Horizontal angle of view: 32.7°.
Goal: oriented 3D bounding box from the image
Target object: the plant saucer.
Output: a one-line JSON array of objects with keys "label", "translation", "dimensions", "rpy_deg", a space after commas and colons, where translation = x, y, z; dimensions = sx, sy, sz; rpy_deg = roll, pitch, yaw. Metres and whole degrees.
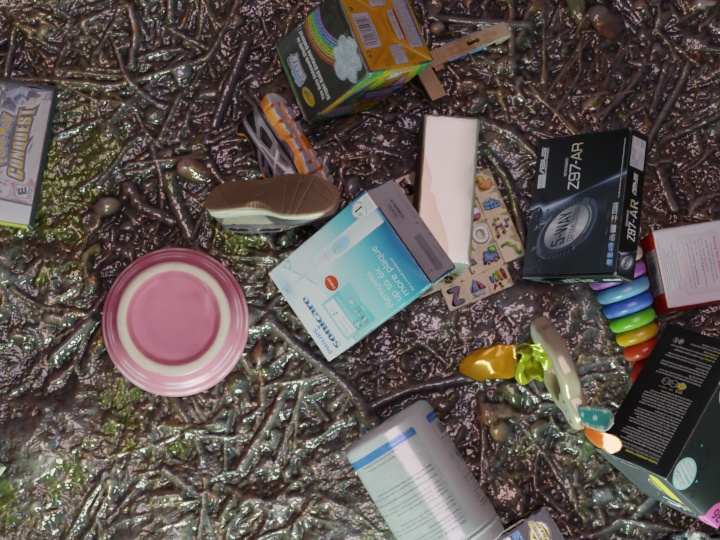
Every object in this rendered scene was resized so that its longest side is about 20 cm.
[{"label": "plant saucer", "translation": [-0.249, 0.067, 1.648], "dimensions": [0.198, 0.051, 0.203], "rpy_deg": [1, 81, -3]}]

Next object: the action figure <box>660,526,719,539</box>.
[{"label": "action figure", "translation": [0.452, 0.387, 1.624], "dimensions": [0.199, 0.102, 0.120], "rpy_deg": [-30, 96, -9]}]

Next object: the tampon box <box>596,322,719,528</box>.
[{"label": "tampon box", "translation": [0.437, 0.202, 1.608], "dimensions": [0.150, 0.126, 0.201], "rpy_deg": [40, 78, -35]}]

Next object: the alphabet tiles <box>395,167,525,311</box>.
[{"label": "alphabet tiles", "translation": [0.131, -0.053, 1.715], "dimensions": [0.165, 0.006, 0.201], "rpy_deg": [-22, 84, -7]}]

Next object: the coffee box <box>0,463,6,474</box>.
[{"label": "coffee box", "translation": [-0.593, 0.272, 1.517], "dimensions": [0.199, 0.198, 0.201], "rpy_deg": [33, 80, 2]}]

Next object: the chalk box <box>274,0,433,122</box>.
[{"label": "chalk box", "translation": [-0.022, -0.285, 1.664], "dimensions": [0.123, 0.200, 0.126], "rpy_deg": [-18, 84, -39]}]

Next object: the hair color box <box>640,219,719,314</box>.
[{"label": "hair color box", "translation": [0.502, -0.012, 1.707], "dimensions": [0.198, 0.064, 0.112], "rpy_deg": [-9, 81, -4]}]

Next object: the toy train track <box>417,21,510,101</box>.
[{"label": "toy train track", "translation": [0.120, -0.302, 1.742], "dimensions": [0.199, 0.033, 0.115], "rpy_deg": [-24, 77, -13]}]

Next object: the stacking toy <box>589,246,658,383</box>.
[{"label": "stacking toy", "translation": [0.376, 0.071, 1.683], "dimensions": [0.085, 0.085, 0.202], "rpy_deg": [-20, 90, -7]}]

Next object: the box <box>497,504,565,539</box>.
[{"label": "box", "translation": [0.209, 0.446, 1.623], "dimensions": [0.198, 0.050, 0.201], "rpy_deg": [-30, 84, -9]}]

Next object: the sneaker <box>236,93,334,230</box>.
[{"label": "sneaker", "translation": [-0.098, -0.140, 1.686], "dimensions": [0.077, 0.078, 0.201], "rpy_deg": [-28, 90, 21]}]

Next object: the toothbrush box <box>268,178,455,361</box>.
[{"label": "toothbrush box", "translation": [0.000, 0.000, 1.607], "dimensions": [0.200, 0.085, 0.147], "rpy_deg": [-37, 85, 33]}]

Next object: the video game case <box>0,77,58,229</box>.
[{"label": "video game case", "translation": [-0.520, -0.168, 1.677], "dimensions": [0.179, 0.026, 0.202], "rpy_deg": [8, 81, -2]}]

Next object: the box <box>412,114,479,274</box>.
[{"label": "box", "translation": [0.113, -0.103, 1.672], "dimensions": [0.077, 0.095, 0.202], "rpy_deg": [5, 79, -2]}]

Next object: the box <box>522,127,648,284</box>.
[{"label": "box", "translation": [0.303, -0.084, 1.660], "dimensions": [0.043, 0.159, 0.202], "rpy_deg": [16, 79, -41]}]

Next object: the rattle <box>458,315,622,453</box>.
[{"label": "rattle", "translation": [0.235, 0.168, 1.609], "dimensions": [0.142, 0.131, 0.201], "rpy_deg": [-10, 58, -17]}]

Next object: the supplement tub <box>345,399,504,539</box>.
[{"label": "supplement tub", "translation": [0.082, 0.284, 1.598], "dimensions": [0.131, 0.132, 0.201], "rpy_deg": [-30, 84, -8]}]

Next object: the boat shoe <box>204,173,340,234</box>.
[{"label": "boat shoe", "translation": [-0.111, -0.082, 1.641], "dimensions": [0.198, 0.065, 0.072], "rpy_deg": [-1, 53, 23]}]
